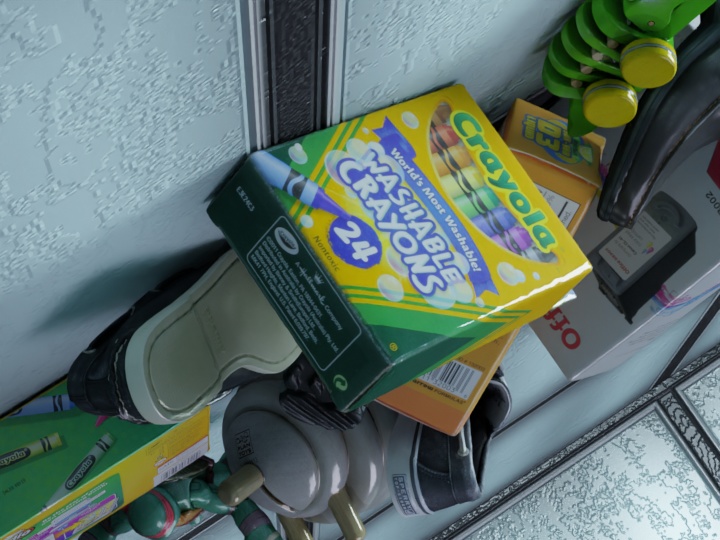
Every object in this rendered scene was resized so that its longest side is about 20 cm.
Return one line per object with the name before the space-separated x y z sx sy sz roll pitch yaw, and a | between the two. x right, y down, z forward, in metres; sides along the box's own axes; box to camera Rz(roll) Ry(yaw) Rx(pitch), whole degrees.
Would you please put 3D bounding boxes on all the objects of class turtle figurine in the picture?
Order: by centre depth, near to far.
turtle figurine | -0.122 0.164 1.444 0.148 0.102 0.200 -1 -171 11

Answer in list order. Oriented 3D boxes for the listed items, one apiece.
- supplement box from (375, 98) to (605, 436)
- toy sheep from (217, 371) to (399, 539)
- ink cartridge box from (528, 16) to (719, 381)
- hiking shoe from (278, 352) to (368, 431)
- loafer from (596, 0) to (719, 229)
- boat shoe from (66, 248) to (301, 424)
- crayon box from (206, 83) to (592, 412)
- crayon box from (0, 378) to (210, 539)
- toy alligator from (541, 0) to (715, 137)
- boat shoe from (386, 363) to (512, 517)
supplement box | 0.075 0.000 1.281 0.201 0.068 0.067 -60 -172 31
toy sheep | -0.025 0.109 1.427 0.138 0.138 0.200 -44 174 38
ink cartridge box | 0.174 -0.048 1.324 0.200 0.148 0.085 -41 166 24
hiking shoe | 0.000 0.000 1.261 0.087 0.074 0.201 -89 -157 -49
loafer | 0.204 -0.103 1.210 0.201 0.072 0.073 -57 177 -1
boat shoe | -0.090 0.036 1.140 0.066 0.075 0.199 -12 -165 27
crayon box | 0.033 -0.020 1.103 0.199 0.126 0.052 -23 163 -46
crayon box | -0.181 0.119 1.223 0.199 0.058 0.119 -32 167 -13
toy alligator | 0.148 -0.137 1.148 0.054 0.060 0.200 17 143 -20
boat shoe | 0.067 0.082 1.399 0.067 0.072 0.200 -10 -151 19
